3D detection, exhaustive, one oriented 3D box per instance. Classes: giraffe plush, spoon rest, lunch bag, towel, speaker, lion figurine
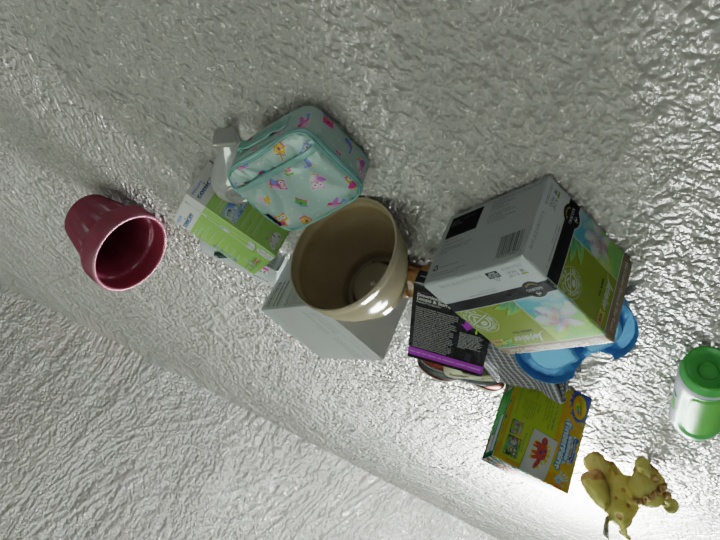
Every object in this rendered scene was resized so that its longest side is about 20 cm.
[{"bbox_3d":[0.613,0.491,1.391,0.172,0.202,0.162,38,123,-15],"label":"giraffe plush"},{"bbox_3d":[-0.213,-0.178,1.042,0.097,0.062,0.201,-6,156,-6],"label":"spoon rest"},{"bbox_3d":[-0.100,-0.148,0.925,0.198,0.078,0.160,-21,134,37],"label":"lunch bag"},{"bbox_3d":[0.298,0.159,1.142,0.163,0.087,0.201,4,146,40],"label":"towel"},{"bbox_3d":[0.547,0.201,0.986,0.087,0.090,0.201,11,150,28],"label":"speaker"},{"bbox_3d":[0.124,0.015,1.083,0.197,0.073,0.123,-19,119,38],"label":"lion figurine"}]

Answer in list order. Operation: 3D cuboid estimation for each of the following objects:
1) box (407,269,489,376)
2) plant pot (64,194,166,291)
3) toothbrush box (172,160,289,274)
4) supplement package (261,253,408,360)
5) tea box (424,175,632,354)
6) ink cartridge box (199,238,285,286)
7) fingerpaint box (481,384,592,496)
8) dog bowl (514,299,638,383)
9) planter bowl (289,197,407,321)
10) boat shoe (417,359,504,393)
[{"bbox_3d":[0.157,0.095,1.065,0.140,0.036,0.202,15,138,14],"label":"box"},{"bbox_3d":[-0.586,-0.082,1.441,0.178,0.200,0.201,33,158,25],"label":"plant pot"},{"bbox_3d":[-0.248,-0.095,1.195,0.198,0.087,0.145,33,154,-14],"label":"toothbrush box"},{"bbox_3d":[-0.051,0.067,1.231,0.198,0.149,0.191,-8,138,49],"label":"supplement package"},{"bbox_3d":[0.234,0.005,0.869,0.195,0.135,0.199,36,152,-21],"label":"tea box"},{"bbox_3d":[-0.268,-0.018,1.402,0.197,0.044,0.174,26,152,4],"label":"ink cartridge box"},{"bbox_3d":[0.358,0.322,1.248,0.164,0.203,0.074,24,155,2],"label":"fingerpaint box"},{"bbox_3d":[0.334,0.099,0.961,0.199,0.050,0.112,-35,99,36],"label":"dog bowl"},{"bbox_3d":[0.000,0.000,1.027,0.197,0.204,0.135,6,158,35],"label":"planter bowl"},{"bbox_3d":[0.216,0.206,1.320,0.196,0.072,0.063,15,146,20],"label":"boat shoe"}]
